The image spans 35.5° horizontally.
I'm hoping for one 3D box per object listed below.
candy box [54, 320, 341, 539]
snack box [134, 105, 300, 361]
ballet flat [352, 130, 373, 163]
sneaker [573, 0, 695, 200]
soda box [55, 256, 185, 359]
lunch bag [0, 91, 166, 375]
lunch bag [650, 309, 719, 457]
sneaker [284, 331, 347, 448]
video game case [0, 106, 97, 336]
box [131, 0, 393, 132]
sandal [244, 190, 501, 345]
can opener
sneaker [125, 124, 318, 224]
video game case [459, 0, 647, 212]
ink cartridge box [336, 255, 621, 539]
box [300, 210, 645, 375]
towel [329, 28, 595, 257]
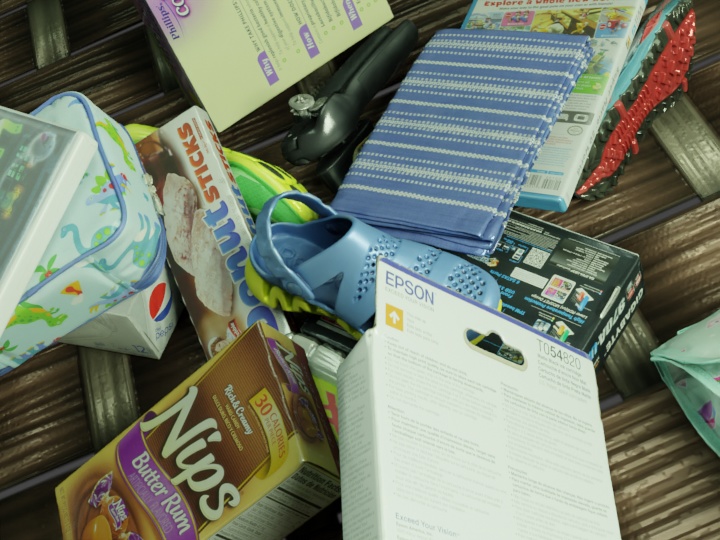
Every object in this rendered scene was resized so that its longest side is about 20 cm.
[{"bbox_3d":[-0.108,0.141,0.733,0.199,0.056,0.118,-38,47,14],"label":"candy box"},{"bbox_3d":[-0.115,-0.022,0.864,0.071,0.024,0.202,-28,74,13],"label":"snack box"},{"bbox_3d":[0.055,-0.133,0.928,0.070,0.071,0.201,19,61,31],"label":"ballet flat"},{"bbox_3d":[0.191,-0.151,0.885,0.095,0.080,0.201,24,64,35],"label":"sneaker"},{"bbox_3d":[-0.242,0.015,0.917,0.197,0.064,0.069,8,57,25],"label":"soda box"},{"bbox_3d":[-0.249,-0.028,0.847,0.198,0.082,0.162,-33,60,9],"label":"lunch bag"},{"bbox_3d":[0.288,0.064,0.654,0.169,0.123,0.201,-32,41,-4],"label":"lunch bag"},{"bbox_3d":[0.004,0.118,0.749,0.198,0.078,0.091,21,69,39],"label":"sneaker"},{"bbox_3d":[-0.299,-0.027,0.811,0.180,0.023,0.202,18,77,31],"label":"video game case"},{"bbox_3d":[-0.099,-0.260,1.001,0.199,0.177,0.097,-35,37,-9],"label":"box"},{"bbox_3d":[0.000,0.000,0.764,0.197,0.088,0.080,14,56,21],"label":"sandal"},{"bbox_3d":[-0.007,-0.153,0.971,0.063,0.079,0.201,-2,43,32],"label":"can opener"},{"bbox_3d":[-0.122,-0.060,0.933,0.197,0.074,0.085,17,91,23],"label":"sneaker"},{"bbox_3d":[0.123,-0.140,0.859,0.141,0.018,0.202,10,64,33],"label":"video game case"},{"bbox_3d":[0.072,0.116,0.637,0.040,0.198,0.203,-33,45,39],"label":"ink cartridge box"},{"bbox_3d":[0.079,0.029,0.803,0.198,0.046,0.160,22,63,32],"label":"box"},{"bbox_3d":[0.074,-0.101,0.827,0.143,0.024,0.202,11,59,34],"label":"towel"}]
